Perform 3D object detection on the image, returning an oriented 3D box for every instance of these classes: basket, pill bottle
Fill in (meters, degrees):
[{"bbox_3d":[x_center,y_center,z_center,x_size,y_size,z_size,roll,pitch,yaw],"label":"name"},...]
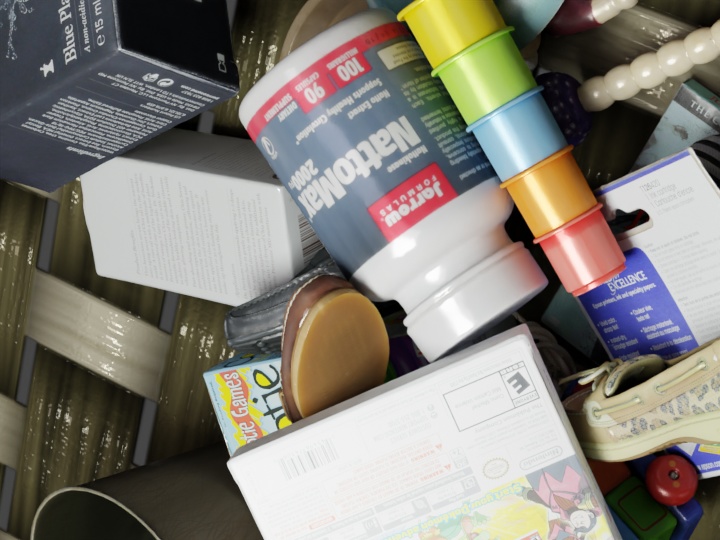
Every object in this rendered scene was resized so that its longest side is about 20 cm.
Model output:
[{"bbox_3d":[-0.117,0.202,1.480,0.136,0.200,0.181,-32,89,35],"label":"basket"},{"bbox_3d":[0.025,-0.050,1.262,0.120,0.119,0.200,-39,82,35],"label":"pill bottle"}]

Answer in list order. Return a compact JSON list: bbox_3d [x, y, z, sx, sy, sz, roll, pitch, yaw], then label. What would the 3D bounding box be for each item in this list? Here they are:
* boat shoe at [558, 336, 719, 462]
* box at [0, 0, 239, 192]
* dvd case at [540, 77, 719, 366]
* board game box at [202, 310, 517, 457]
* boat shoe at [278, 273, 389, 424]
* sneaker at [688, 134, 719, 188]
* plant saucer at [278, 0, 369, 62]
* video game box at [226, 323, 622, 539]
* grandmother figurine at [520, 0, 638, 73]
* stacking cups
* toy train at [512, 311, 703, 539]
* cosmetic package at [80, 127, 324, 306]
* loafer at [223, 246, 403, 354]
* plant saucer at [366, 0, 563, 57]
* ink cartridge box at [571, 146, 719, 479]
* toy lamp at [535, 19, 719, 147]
[{"bbox_3d":[0.183,0.067,1.205,0.200,0.073,0.063,-17,102,53],"label":"boat shoe"},{"bbox_3d":[-0.201,-0.187,1.410,0.200,0.117,0.197,-24,65,36],"label":"box"},{"bbox_3d":[0.218,-0.002,1.309,0.146,0.022,0.200,39,121,16],"label":"dvd case"},{"bbox_3d":[0.009,0.088,1.421,0.199,0.105,0.103,-12,100,35],"label":"board game box"},{"bbox_3d":[-0.022,0.073,1.292,0.070,0.070,0.200,46,155,39],"label":"boat shoe"},{"bbox_3d":[0.269,0.004,1.238,0.200,0.074,0.088,42,142,20],"label":"sneaker"},{"bbox_3d":[0.032,-0.111,1.385,0.199,0.029,0.201,10,111,29],"label":"plant saucer"},{"bbox_3d":[0.047,0.154,1.232,0.199,0.047,0.183,-23,94,9],"label":"video game box"},{"bbox_3d":[0.130,-0.195,1.260,0.200,0.060,0.121,-52,32,25],"label":"grandmother figurine"},{"bbox_3d":[0.092,-0.078,1.214,0.060,0.060,0.201,-27,89,36],"label":"stacking cups"},{"bbox_3d":[0.116,0.119,1.322,0.200,0.116,0.085,48,154,21],"label":"toy train"},{"bbox_3d":[-0.104,-0.038,1.450,0.199,0.071,0.102,12,119,37],"label":"cosmetic package"},{"bbox_3d":[0.000,0.000,1.353,0.200,0.068,0.071,-21,75,5],"label":"loafer"},{"bbox_3d":[0.063,-0.224,1.278,0.200,0.027,0.201,-7,80,45],"label":"plant saucer"},{"bbox_3d":[0.211,0.026,1.231,0.200,0.047,0.198,61,154,-2],"label":"ink cartridge box"},{"bbox_3d":[0.205,-0.134,1.240,0.200,0.058,0.058,-24,93,28],"label":"toy lamp"}]
